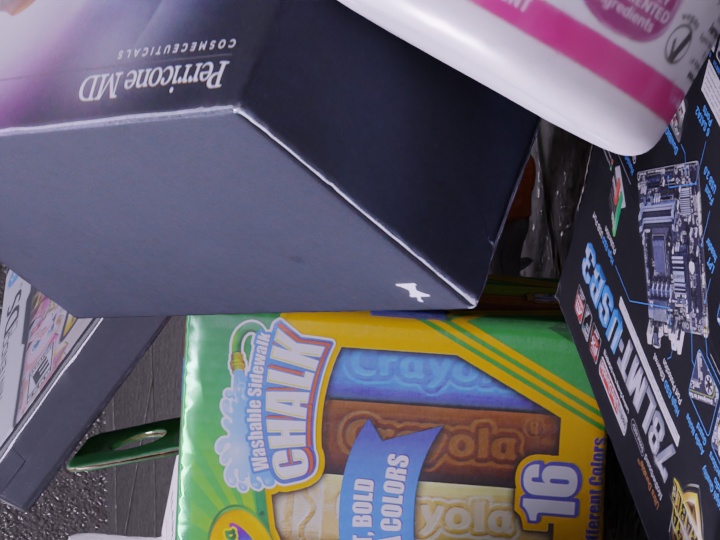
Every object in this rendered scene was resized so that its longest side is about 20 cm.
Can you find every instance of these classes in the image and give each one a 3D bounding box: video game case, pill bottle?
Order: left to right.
[{"bbox_3d":[-0.084,-0.028,1.082,0.200,0.025,0.181,-53,18,20],"label":"video game case"},{"bbox_3d":[0.076,-0.143,0.747,0.201,0.113,0.113,-62,12,2],"label":"pill bottle"}]

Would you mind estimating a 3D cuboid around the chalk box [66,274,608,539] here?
[{"bbox_3d":[-0.007,0.063,1.036,0.125,0.199,0.125,-71,-15,-81],"label":"chalk box"}]

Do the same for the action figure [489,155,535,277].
[{"bbox_3d":[0.027,-0.074,1.122,0.200,0.104,0.194,-73,-39,-80],"label":"action figure"}]

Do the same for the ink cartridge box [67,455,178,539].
[{"bbox_3d":[-0.022,0.143,1.158,0.067,0.199,0.118,105,164,-51],"label":"ink cartridge box"}]

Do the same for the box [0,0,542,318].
[{"bbox_3d":[-0.035,-0.098,0.897,0.199,0.123,0.199,-3,60,45],"label":"box"}]

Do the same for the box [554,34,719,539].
[{"bbox_3d":[0.117,-0.020,0.835,0.200,0.049,0.199,-104,19,-57],"label":"box"}]
